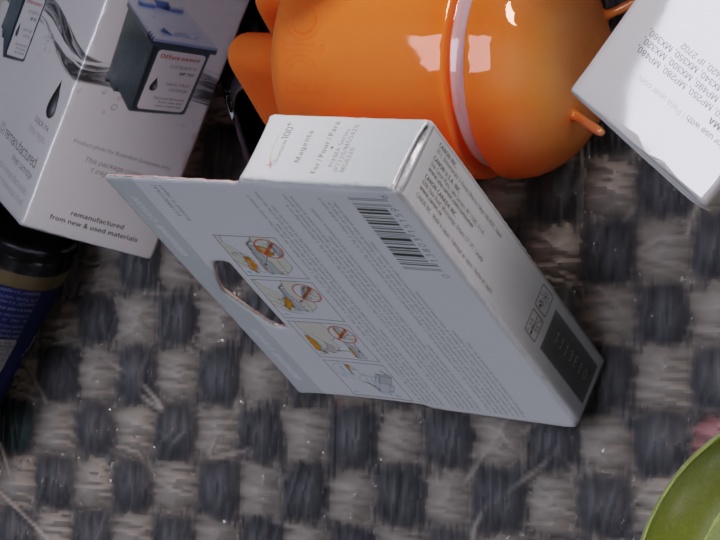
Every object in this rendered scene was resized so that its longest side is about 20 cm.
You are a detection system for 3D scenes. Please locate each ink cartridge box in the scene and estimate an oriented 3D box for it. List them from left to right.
[{"bbox_3d":[-0.136,-0.128,1.286,0.146,0.086,0.200,40,113,57],"label":"ink cartridge box"},{"bbox_3d":[0.000,0.000,1.136,0.173,0.200,0.044,6,59,37],"label":"ink cartridge box"},{"bbox_3d":[0.199,-0.130,1.016,0.084,0.145,0.200,42,112,19],"label":"ink cartridge box"}]

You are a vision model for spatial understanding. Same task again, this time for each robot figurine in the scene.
[{"bbox_3d":[0.036,-0.101,1.154,0.200,0.144,0.117,4,107,28],"label":"robot figurine"}]

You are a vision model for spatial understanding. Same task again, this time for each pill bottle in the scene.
[{"bbox_3d":[-0.253,0.043,1.372,0.112,0.112,0.200,41,111,32],"label":"pill bottle"}]

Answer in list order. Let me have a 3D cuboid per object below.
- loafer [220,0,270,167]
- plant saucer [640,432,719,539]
[{"bbox_3d":[-0.036,-0.084,1.247,0.072,0.063,0.200,-30,70,31],"label":"loafer"},{"bbox_3d":[0.214,0.159,1.062,0.200,0.031,0.201,-2,86,37],"label":"plant saucer"}]
